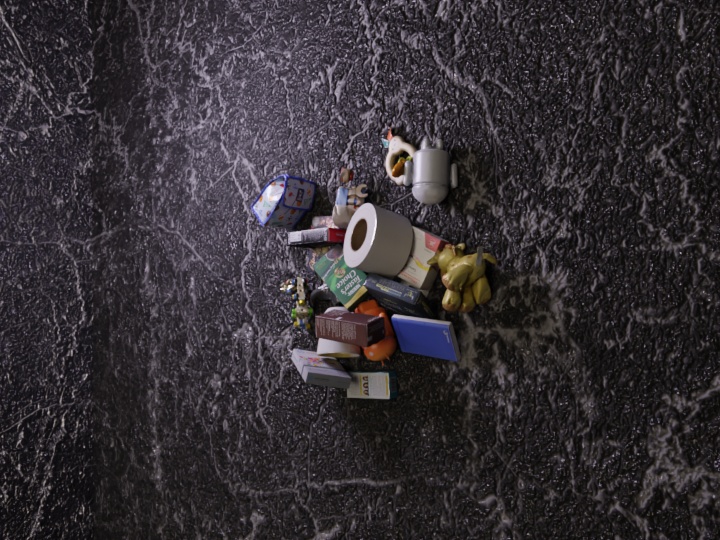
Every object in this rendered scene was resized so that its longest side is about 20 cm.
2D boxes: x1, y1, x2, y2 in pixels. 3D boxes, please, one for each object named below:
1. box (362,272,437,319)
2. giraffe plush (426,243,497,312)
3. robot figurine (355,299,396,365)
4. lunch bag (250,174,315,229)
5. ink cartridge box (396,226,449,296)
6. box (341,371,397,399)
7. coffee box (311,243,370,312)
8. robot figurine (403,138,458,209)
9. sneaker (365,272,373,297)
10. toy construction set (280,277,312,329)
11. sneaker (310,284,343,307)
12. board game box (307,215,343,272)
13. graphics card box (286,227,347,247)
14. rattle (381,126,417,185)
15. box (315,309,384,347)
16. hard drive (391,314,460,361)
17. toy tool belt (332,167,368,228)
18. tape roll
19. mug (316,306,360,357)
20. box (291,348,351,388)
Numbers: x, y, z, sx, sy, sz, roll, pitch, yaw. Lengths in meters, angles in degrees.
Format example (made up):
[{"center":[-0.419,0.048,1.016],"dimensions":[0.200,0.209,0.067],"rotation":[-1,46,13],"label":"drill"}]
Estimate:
[{"center":[0.121,0.087,1.602],"dimensions":[0.197,0.158,0.052],"rotation":[20,71,36],"label":"box"},{"center":[0.275,-0.001,1.507],"dimensions":[0.162,0.169,0.204],"rotation":[40,122,54],"label":"giraffe plush"},{"center":[0.047,0.198,1.680],"dimensions":[0.142,0.116,0.204],"rotation":[-30,69,25],"label":"robot figurine"},{"center":[-0.270,-0.255,1.926],"dimensions":[0.201,0.169,0.125],"rotation":[-48,64,24],"label":"lunch bag"},{"center":[0.179,-0.018,1.622],"dimensions":[0.115,0.067,0.204],"rotation":[29,105,35],"label":"ink cartridge box"},{"center":[0.026,0.374,1.726],"dimensions":[0.197,0.049,0.084],"rotation":[-8,81,37],"label":"box"},{"center":[-0.053,0.022,1.702],"dimensions":[0.122,0.044,0.201],"rotation":[-39,66,-3],"label":"coffee box"},{"center":[0.212,-0.288,1.586],"dimensions":[0.165,0.113,0.205],"rotation":[4,88,4],"label":"robot figurine"},{"center":[0.000,0.000,1.759],"dimensions":[0.201,0.070,0.099],"rotation":[49,117,30],"label":"sneaker"},{"center":[-0.224,0.104,1.919],"dimensions":[0.132,0.090,0.202],"rotation":[100,149,-54],"label":"toy construction set"},{"center":[-0.091,0.093,1.831],"dimensions":[0.198,0.059,0.106],"rotation":[-31,64,29],"label":"sneaker"},{"center":[-0.123,-0.091,1.884],"dimensions":[0.133,0.034,0.205],"rotation":[4,89,38],"label":"board game box"},{"center":[-0.142,-0.109,1.800],"dimensions":[0.197,0.124,0.052],"rotation":[-5,86,37],"label":"graphics card box"},{"center":[0.094,-0.375,1.674],"dimensions":[0.130,0.141,0.204],"rotation":[-37,71,50],"label":"rattle"},{"center":[-0.033,0.173,1.602],"dimensions":[0.196,0.099,0.077],"rotation":[7,103,34],"label":"box"},{"center":[0.194,0.201,1.579],"dimensions":[0.197,0.025,0.134],"rotation":[4,125,38],"label":"hard drive"},{"center":[-0.019,-0.235,1.779],"dimensions":[0.120,0.125,0.205],"rotation":[11,98,6],"label":"toy tool belt"},{"center":[0.051,-0.091,1.637],"dimensions":[0.202,0.137,0.207],"rotation":[-38,44,48],"label":"tape roll"},{"center":[-0.087,0.209,1.774],"dimensions":[0.183,0.149,0.157],"rotation":[-8,74,30],"label":"mug"},{"center":[-0.132,0.322,1.741],"dimensions":[0.200,0.153,0.042],"rotation":[31,107,66],"label":"box"}]
